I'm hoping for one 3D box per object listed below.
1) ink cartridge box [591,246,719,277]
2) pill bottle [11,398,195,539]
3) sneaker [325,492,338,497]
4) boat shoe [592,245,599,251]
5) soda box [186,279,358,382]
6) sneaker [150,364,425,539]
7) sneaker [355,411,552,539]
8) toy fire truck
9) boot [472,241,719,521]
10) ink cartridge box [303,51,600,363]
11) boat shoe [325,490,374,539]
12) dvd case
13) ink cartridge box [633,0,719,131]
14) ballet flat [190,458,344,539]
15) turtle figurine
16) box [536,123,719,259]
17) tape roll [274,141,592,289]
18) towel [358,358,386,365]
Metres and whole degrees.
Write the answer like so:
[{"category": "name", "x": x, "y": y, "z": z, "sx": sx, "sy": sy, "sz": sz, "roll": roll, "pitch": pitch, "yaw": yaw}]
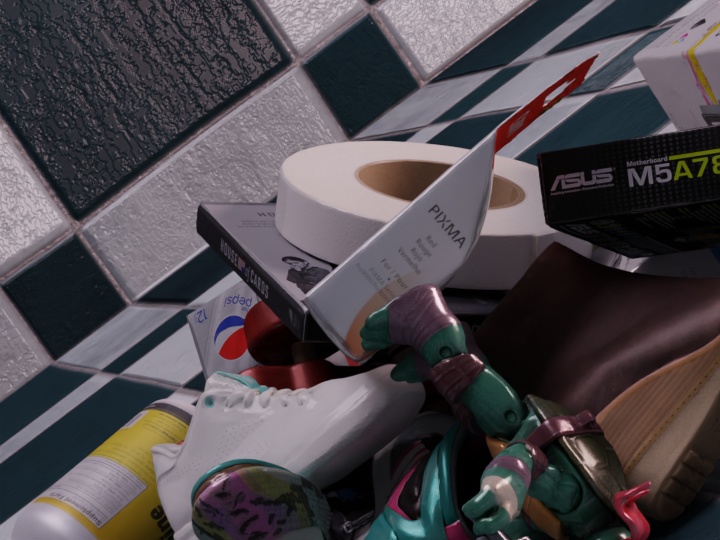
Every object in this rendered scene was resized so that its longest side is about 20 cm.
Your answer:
[{"category": "ink cartridge box", "x": 0.166, "y": 0.023, "z": 1.654, "sx": 0.199, "sy": 0.067, "sz": 0.116, "roll": -34, "pitch": 9, "yaw": 7}, {"category": "pill bottle", "x": -0.175, "y": 0.189, "z": 1.920, "sx": 0.200, "sy": 0.112, "sz": 0.112, "roll": -41, "pitch": 10, "yaw": -31}, {"category": "sneaker", "x": -0.020, "y": 0.117, "z": 1.826, "sx": 0.199, "sy": 0.075, "sz": 0.082, "roll": -34, "pitch": 6, "yaw": 7}, {"category": "boat shoe", "x": 0.105, "y": -0.015, "z": 1.797, "sx": 0.198, "sy": 0.072, "sz": 0.062, "roll": -8, "pitch": 51, "yaw": 19}, {"category": "soda box", "x": -0.026, "y": 0.057, "z": 1.887, "sx": 0.068, "sy": 0.064, "sz": 0.199, "roll": -31, "pitch": -27, "yaw": 29}, {"category": "sneaker", "x": -0.052, "y": 0.089, "z": 1.540, "sx": 0.200, "sy": 0.089, "sz": 0.075, "roll": -35, "pitch": -15, "yaw": 34}, {"category": "sneaker", "x": 0.059, "y": 0.116, "z": 1.497, "sx": 0.120, "sy": 0.084, "sz": 0.200, "roll": -36, "pitch": 15, "yaw": 27}, {"category": "toy fire truck", "x": -0.011, "y": 0.097, "z": 1.704, "sx": 0.199, "sy": 0.113, "sz": 0.168, "roll": 0, "pitch": -29, "yaw": -28}, {"category": "boot", "x": 0.153, "y": 0.018, "z": 1.408, "sx": 0.200, "sy": 0.072, "sz": 0.166, "roll": -51, "pitch": 47, "yaw": -3}, {"category": "ink cartridge box", "x": 0.059, "y": -0.029, "z": 1.455, "sx": 0.200, "sy": 0.050, "sz": 0.162, "roll": -38, "pitch": -3, "yaw": 0}, {"category": "boat shoe", "x": -0.028, "y": 0.166, "z": 1.624, "sx": 0.199, "sy": 0.068, "sz": 0.072, "roll": -35, "pitch": 8, "yaw": 4}, {"category": "dvd case", "x": 0.000, "y": 0.000, "z": 1.647, "sx": 0.149, "sy": 0.025, "sz": 0.200, "roll": 1, "pitch": 18, "yaw": -22}, {"category": "ink cartridge box", "x": 0.290, "y": -0.117, "z": 1.669, "sx": 0.146, "sy": 0.146, "sz": 0.200, "roll": -37, "pitch": 9, "yaw": -9}, {"category": "ballet flat", "x": -0.039, "y": 0.161, "z": 1.488, "sx": 0.069, "sy": 0.072, "sz": 0.200, "roll": -25, "pitch": -23, "yaw": 2}, {"category": "turtle figurine", "x": 0.077, "y": 0.104, "z": 1.336, "sx": 0.100, "sy": 0.201, "sz": 0.150, "roll": -27, "pitch": -27, "yaw": -12}, {"category": "box", "x": 0.213, "y": -0.047, "z": 1.476, "sx": 0.192, "sy": 0.048, "sz": 0.200, "roll": -11, "pitch": -8, "yaw": 19}, {"category": "tape roll", "x": 0.047, "y": -0.036, "z": 1.676, "sx": 0.201, "sy": 0.037, "sz": 0.203, "roll": 6, "pitch": 17, "yaw": -2}, {"category": "towel", "x": 0.107, "y": 0.020, "z": 1.830, "sx": 0.199, "sy": 0.032, "sz": 0.191, "roll": -12, "pitch": 16, "yaw": 17}]
